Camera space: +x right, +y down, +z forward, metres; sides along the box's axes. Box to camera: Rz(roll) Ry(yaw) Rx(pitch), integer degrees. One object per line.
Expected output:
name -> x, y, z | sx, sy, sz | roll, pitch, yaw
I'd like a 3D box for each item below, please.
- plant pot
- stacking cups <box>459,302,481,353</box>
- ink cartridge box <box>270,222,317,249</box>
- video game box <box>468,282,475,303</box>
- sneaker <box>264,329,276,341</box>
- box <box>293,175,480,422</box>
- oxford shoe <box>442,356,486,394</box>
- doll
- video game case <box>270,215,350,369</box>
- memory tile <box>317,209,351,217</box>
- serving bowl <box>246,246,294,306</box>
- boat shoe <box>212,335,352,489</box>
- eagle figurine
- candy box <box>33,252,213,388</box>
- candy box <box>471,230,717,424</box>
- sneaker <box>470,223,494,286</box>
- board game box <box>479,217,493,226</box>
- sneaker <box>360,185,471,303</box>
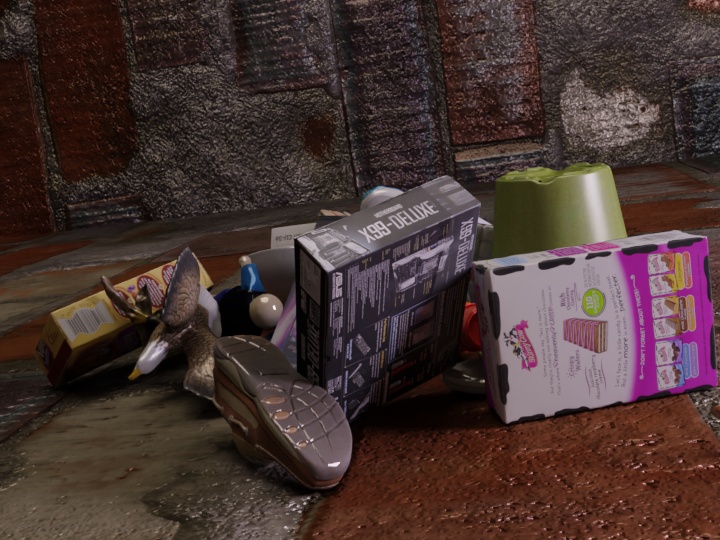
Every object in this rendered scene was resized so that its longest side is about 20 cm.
plant pot -> 0.214, -0.014, 1.040 | 0.198, 0.192, 0.200 | -8, 10, 1
stacking cups -> 0.103, 0.062, 0.988 | 0.060, 0.061, 0.200 | -9, 1, -10
ink cartridge box -> -0.056, -0.024, 1.448 | 0.116, 0.068, 0.200 | -6, -14, 30
video game box -> 0.256, 0.009, 1.311 | 0.180, 0.047, 0.200 | -7, 10, 21
sneaker -> -0.042, 0.071, 1.067 | 0.074, 0.083, 0.199 | -17, 11, -39
box -> 0.021, 0.033, 0.838 | 0.157, 0.201, 0.050 | -25, 48, -27
oxford shoe -> 0.176, 0.079, 0.926 | 0.198, 0.058, 0.075 | -9, 13, 4
doll -> -0.149, 0.050, 1.171 | 0.048, 0.138, 0.199 | 16, -12, -27
video game case -> -0.029, 0.037, 0.985 | 0.019, 0.202, 0.142 | 30, -16, -38
memory tile -> 0.038, -0.026, 1.345 | 0.199, 0.017, 0.153 | 35, 8, 14
serving bowl -> -0.066, 0.021, 1.340 | 0.198, 0.067, 0.200 | -1, -14, 0
boat shoe -> -0.070, 0.127, 0.810 | 0.075, 0.072, 0.200 | 5, 21, -31
eagle figurine -> -0.190, 0.067, 1.041 | 0.151, 0.152, 0.199 | 24, -21, -33
candy box -> -0.286, 0.059, 1.174 | 0.199, 0.057, 0.117 | -29, -11, -37
candy box -> 0.206, 0.047, 0.852 | 0.198, 0.138, 0.061 | -8, 9, -8
sneaker -> 0.183, -0.016, 1.167 | 0.198, 0.078, 0.082 | 18, 22, -17
board game box -> 0.118, -0.040, 1.297 | 0.126, 0.035, 0.199 | 26, -12, -35
sneaker -> 0.068, -0.012, 1.140 | 0.076, 0.201, 0.081 | -34, 5, 13
